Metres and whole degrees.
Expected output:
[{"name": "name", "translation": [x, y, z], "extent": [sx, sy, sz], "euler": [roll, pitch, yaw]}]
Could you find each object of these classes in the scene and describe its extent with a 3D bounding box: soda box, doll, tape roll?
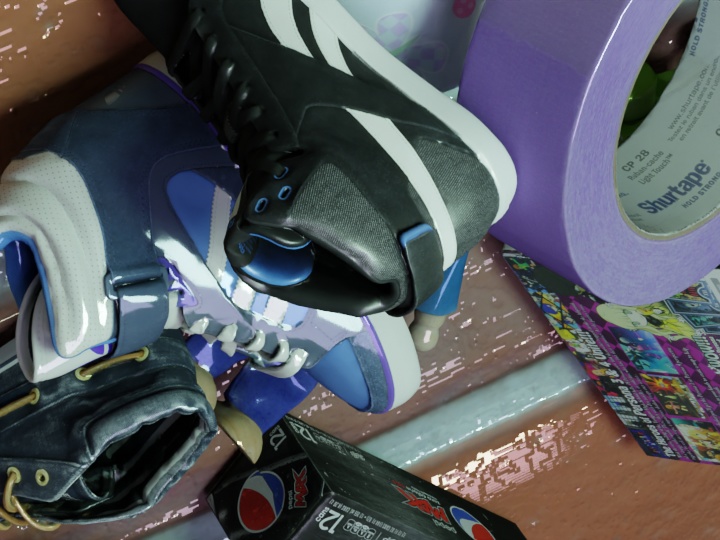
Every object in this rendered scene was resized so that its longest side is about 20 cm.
[{"name": "soda box", "translation": [0.017, 0.144, 1.406], "extent": [0.200, 0.071, 0.063], "euler": [28, 108, -43]}, {"name": "doll", "translation": [0.000, 0.000, 1.298], "extent": [0.200, 0.048, 0.137], "euler": [-44, 129, -3]}, {"name": "tape roll", "translation": [0.130, -0.088, 1.182], "extent": [0.200, 0.066, 0.201], "euler": [-31, 137, -34]}]

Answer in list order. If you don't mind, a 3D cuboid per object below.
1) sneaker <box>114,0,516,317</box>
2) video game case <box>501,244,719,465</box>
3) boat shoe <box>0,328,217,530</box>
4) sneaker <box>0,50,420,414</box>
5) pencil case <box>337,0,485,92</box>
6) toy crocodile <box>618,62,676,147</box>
[{"name": "sneaker", "translation": [-0.042, -0.059, 1.110], "extent": [0.112, 0.200, 0.073], "euler": [-48, 168, -37]}, {"name": "video game case", "translation": [0.190, 0.038, 1.369], "extent": [0.200, 0.180, 0.036], "euler": [51, 51, -44]}, {"name": "boat shoe", "translation": [-0.158, 0.090, 1.236], "extent": [0.200, 0.091, 0.071], "euler": [-37, 135, 8]}, {"name": "sneaker", "translation": [-0.080, 0.019, 1.190], "extent": [0.146, 0.080, 0.200], "euler": [-43, 108, -21]}, {"name": "pencil case", "translation": [0.000, -0.160, 1.147], "extent": [0.090, 0.083, 0.200], "euler": [-23, 135, 12]}, {"name": "toy crocodile", "translation": [0.156, -0.072, 1.317], "extent": [0.199, 0.062, 0.068], "euler": [-21, 133, -31]}]
